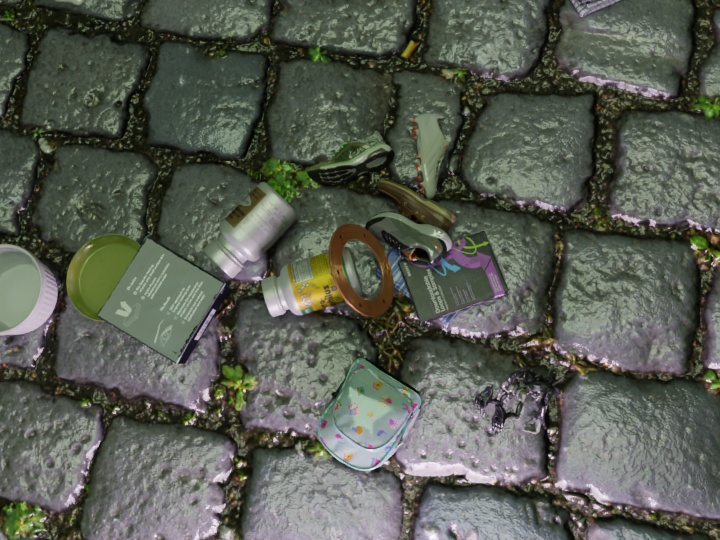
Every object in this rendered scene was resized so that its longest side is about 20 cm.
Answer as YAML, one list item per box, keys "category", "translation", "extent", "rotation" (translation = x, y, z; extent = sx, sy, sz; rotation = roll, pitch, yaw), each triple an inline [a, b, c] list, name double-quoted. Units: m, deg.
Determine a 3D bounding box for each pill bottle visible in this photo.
- category: "pill bottle"
  translation: [-0.104, 0.030, 1.593]
  extent: [0.199, 0.113, 0.113]
  rotation: [-17, 76, 2]
- category: "pill bottle"
  translation: [-0.242, -0.086, 1.635]
  extent: [0.114, 0.114, 0.200]
  rotation: [42, 85, 14]

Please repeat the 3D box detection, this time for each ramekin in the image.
- category: "ramekin"
  translation: [-0.778, 0.049, 1.671]
  extent: [0.199, 0.105, 0.202]
  rotation: [-1, 77, 6]

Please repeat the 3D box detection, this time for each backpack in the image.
- category: "backpack"
  translation: [0.012, 0.298, 1.502]
  extent: [0.175, 0.153, 0.201]
  rotation: [32, 89, 7]

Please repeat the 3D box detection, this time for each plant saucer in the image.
- category: "plant saucer"
  translation: [-0.563, 0.018, 1.691]
  extent: [0.199, 0.031, 0.201]
  rotation: [-1, 78, 6]

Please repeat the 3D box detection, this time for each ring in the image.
- category: "ring"
  translation: [0.000, 0.000, 1.537]
  extent: [0.019, 0.200, 0.202]
  rotation: [-21, 73, 36]

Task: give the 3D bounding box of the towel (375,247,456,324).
- category: "towel"
  translation: [0.148, 0.005, 1.619]
  extent: [0.200, 0.024, 0.145]
  rotation: [35, 81, 11]

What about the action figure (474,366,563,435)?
- category: "action figure"
  translation: [0.319, 0.259, 1.498]
  extent: [0.199, 0.103, 0.119]
  rotation: [-12, 39, -35]

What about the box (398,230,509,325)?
- category: "box"
  translation: [0.195, 0.015, 1.584]
  extent: [0.199, 0.036, 0.144]
  rotation: [-20, 75, -1]

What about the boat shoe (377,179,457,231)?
- category: "boat shoe"
  translation: [0.111, -0.136, 1.619]
  extent: [0.200, 0.072, 0.068]
  rotation: [31, 94, 26]

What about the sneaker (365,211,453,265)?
- category: "sneaker"
  translation: [0.092, -0.066, 1.576]
  extent: [0.199, 0.074, 0.080]
  rotation: [18, 60, 30]

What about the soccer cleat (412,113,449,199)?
- category: "soccer cleat"
  translation: [0.159, -0.256, 1.653]
  extent: [0.077, 0.069, 0.201]
  rotation: [-4, 74, 1]

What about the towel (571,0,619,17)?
- category: "towel"
  translation: [0.554, -0.696, 1.697]
  extent: [0.199, 0.086, 0.166]
  rotation: [-23, 75, 1]

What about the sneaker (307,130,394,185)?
- category: "sneaker"
  translation: [-0.027, -0.256, 1.680]
  extent: [0.199, 0.077, 0.089]
  rotation: [-17, 63, -3]

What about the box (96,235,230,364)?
- category: "box"
  translation: [-0.415, 0.066, 1.602]
  extent: [0.199, 0.117, 0.197]
  rotation: [31, 82, 0]
